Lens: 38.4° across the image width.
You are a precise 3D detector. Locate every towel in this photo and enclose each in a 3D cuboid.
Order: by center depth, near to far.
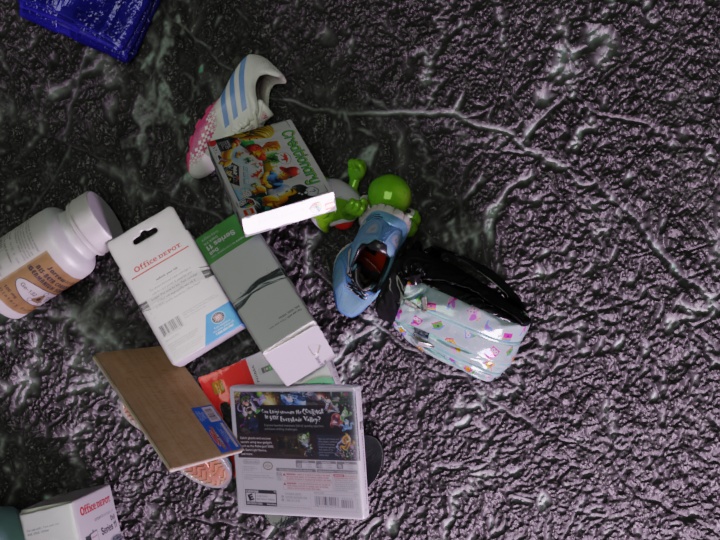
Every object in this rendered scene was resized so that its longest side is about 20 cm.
[{"bbox_3d":[-0.403,-0.412,1.540,0.200,0.050,0.148,25,93,9],"label":"towel"}]

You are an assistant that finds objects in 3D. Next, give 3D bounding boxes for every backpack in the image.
[{"bbox_3d":[0.126,0.057,1.394,0.200,0.167,0.127,27,110,4],"label":"backpack"}]

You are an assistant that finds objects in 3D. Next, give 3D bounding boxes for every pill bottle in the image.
[{"bbox_3d":[-0.451,-0.026,1.503,0.200,0.114,0.115,-32,83,7],"label":"pill bottle"}]

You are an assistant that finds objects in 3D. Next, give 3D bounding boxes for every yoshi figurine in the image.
[{"bbox_3d":[-0.011,-0.107,1.437,0.199,0.112,0.113,15,84,7],"label":"yoshi figurine"}]

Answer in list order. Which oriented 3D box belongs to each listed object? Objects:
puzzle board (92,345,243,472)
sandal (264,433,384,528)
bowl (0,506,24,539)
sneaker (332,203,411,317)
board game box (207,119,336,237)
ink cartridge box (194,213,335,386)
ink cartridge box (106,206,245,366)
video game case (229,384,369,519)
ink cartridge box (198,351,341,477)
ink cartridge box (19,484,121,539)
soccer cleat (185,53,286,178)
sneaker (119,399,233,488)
[{"bbox_3d":[-0.266,0.187,1.429,0.017,0.151,0.200,-48,68,22],"label":"puzzle board"},{"bbox_3d":[-0.051,0.303,1.457,0.200,0.048,0.075,-35,82,8],"label":"sandal"},{"bbox_3d":[-0.516,0.418,1.477,0.105,0.201,0.201,-14,85,-25],"label":"bowl"},{"bbox_3d":[0.000,0.000,1.399,0.078,0.090,0.200,24,137,0],"label":"sneaker"},{"bbox_3d":[-0.123,-0.129,1.402,0.126,0.035,0.200,-17,41,-12],"label":"board game box"},{"bbox_3d":[-0.127,0.040,1.399,0.083,0.147,0.200,-32,64,-5],"label":"ink cartridge box"},{"bbox_3d":[-0.264,0.023,1.485,0.116,0.068,0.200,-30,84,-3],"label":"ink cartridge box"},{"bbox_3d":[-0.087,0.249,1.437,0.199,0.023,0.183,-3,93,25],"label":"video game case"},{"bbox_3d":[-0.122,0.192,1.475,0.199,0.050,0.161,-22,85,6],"label":"ink cartridge box"},{"bbox_3d":[-0.392,0.415,1.454,0.083,0.147,0.201,-15,87,6],"label":"ink cartridge box"},{"bbox_3d":[-0.178,-0.214,1.482,0.086,0.070,0.200,28,92,18],"label":"soccer cleat"},{"bbox_3d":[-0.253,0.225,1.486,0.071,0.080,0.200,-38,104,23],"label":"sneaker"}]
